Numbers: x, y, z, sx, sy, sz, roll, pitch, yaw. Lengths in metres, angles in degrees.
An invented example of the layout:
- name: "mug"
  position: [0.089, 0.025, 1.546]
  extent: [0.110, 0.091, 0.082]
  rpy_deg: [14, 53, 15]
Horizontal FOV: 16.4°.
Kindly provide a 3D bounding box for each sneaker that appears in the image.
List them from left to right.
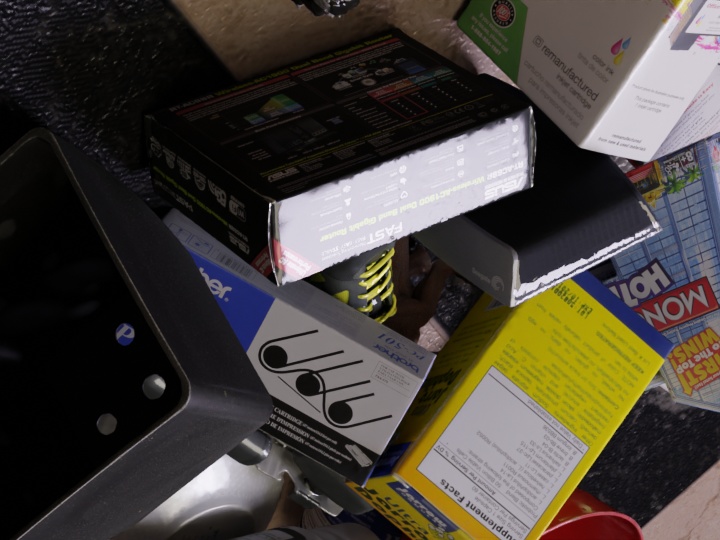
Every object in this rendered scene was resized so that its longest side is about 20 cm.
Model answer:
- name: "sneaker"
  position: [0.000, 0.000, 1.667]
  extent: [0.074, 0.085, 0.200]
  rpy_deg: [-35, 177, -24]

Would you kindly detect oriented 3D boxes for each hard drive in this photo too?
- name: "hard drive"
  position: [0.092, -0.060, 1.656]
  extent: [0.135, 0.200, 0.042]
  rpy_deg: [-26, 131, -19]

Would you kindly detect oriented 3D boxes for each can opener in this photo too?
- name: "can opener"
  position: [-0.069, 0.104, 1.730]
  extent: [0.200, 0.053, 0.066]
  rpy_deg: [34, 143, -25]

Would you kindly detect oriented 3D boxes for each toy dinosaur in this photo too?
- name: "toy dinosaur"
  position: [0.008, 0.048, 1.783]
  extent: [0.135, 0.086, 0.200]
  rpy_deg: [-20, 132, -27]

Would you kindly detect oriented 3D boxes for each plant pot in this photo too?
- name: "plant pot"
  position: [-0.171, 0.061, 1.520]
  extent: [0.200, 0.200, 0.177]
  rpy_deg: [-39, 157, 18]

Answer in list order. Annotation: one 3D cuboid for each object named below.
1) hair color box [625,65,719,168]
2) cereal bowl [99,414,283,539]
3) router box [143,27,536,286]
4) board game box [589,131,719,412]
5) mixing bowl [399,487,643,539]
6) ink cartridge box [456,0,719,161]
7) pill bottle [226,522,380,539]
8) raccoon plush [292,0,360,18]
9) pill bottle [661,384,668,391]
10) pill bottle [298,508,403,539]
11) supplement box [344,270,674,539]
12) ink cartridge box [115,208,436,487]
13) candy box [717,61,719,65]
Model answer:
- name: "hair color box"
  position: [0.210, -0.137, 1.805]
  extent: [0.102, 0.061, 0.200]
  rpy_deg: [-43, 147, 3]
- name: "cereal bowl"
  position: [-0.135, 0.176, 1.794]
  extent: [0.200, 0.083, 0.200]
  rpy_deg: [-27, 144, -22]
- name: "router box"
  position: [-0.013, -0.075, 1.569]
  extent: [0.200, 0.150, 0.062]
  rpy_deg: [-21, 126, -27]
- name: "board game box"
  position: [0.212, 0.029, 1.803]
  extent: [0.200, 0.200, 0.062]
  rpy_deg: [-25, 179, 29]
- name: "mixing bowl"
  position: [0.097, 0.217, 1.838]
  extent: [0.200, 0.108, 0.200]
  rpy_deg: [-27, 143, -22]
- name: "ink cartridge box"
  position: [0.178, -0.196, 1.633]
  extent: [0.084, 0.145, 0.200]
  rpy_deg: [8, 123, -48]
- name: "pill bottle"
  position: [-0.076, 0.243, 1.749]
  extent: [0.200, 0.114, 0.114]
  rpy_deg: [-9, 134, -39]
- name: "raccoon plush"
  position: [-0.009, -0.240, 1.458]
  extent: [0.134, 0.097, 0.200]
  rpy_deg: [-44, 146, -11]
- name: "pill bottle"
  position: [0.297, 0.001, 2.000]
  extent: [0.111, 0.111, 0.200]
  rpy_deg: [14, 118, -51]
- name: "pill bottle"
  position: [0.018, 0.186, 1.926]
  extent: [0.116, 0.116, 0.200]
  rpy_deg: [-9, 135, -39]
- name: "supplement box"
  position: [0.101, 0.098, 1.707]
  extent: [0.200, 0.109, 0.110]
  rpy_deg: [-52, -171, -18]
- name: "ink cartridge box"
  position: [-0.061, 0.050, 1.639]
  extent: [0.094, 0.200, 0.044]
  rpy_deg: [-62, 178, 26]
- name: "candy box"
  position: [0.304, -0.211, 1.720]
  extent: [0.071, 0.168, 0.200]
  rpy_deg: [-12, 164, 36]
